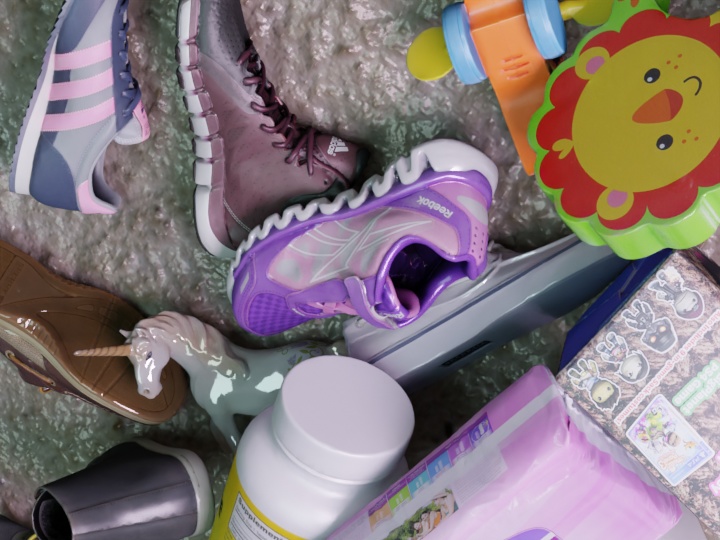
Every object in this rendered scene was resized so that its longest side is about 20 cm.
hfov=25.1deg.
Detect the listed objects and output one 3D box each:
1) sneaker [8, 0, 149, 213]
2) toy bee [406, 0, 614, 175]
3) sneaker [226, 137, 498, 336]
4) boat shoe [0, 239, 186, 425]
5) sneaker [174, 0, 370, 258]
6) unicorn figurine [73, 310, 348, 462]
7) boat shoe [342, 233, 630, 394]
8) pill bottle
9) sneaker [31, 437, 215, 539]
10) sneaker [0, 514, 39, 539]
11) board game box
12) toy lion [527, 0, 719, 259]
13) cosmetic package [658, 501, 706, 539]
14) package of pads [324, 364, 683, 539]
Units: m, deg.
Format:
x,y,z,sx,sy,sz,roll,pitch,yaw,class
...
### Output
x,y,z,sx,sy,sz,roll,pitch,yaw,class
-0.169,-0.129,1.073,0.081,0.070,0.201,21,119,-5,sneaker
0.090,-0.162,0.942,0.129,0.109,0.201,2,132,6,toy bee
0.000,0.000,0.996,0.199,0.080,0.089,-27,53,26,sneaker
-0.215,0.050,1.154,0.199,0.073,0.072,30,147,-2,boat shoe
-0.050,-0.101,1.031,0.114,0.076,0.202,5,120,15,sneaker
-0.076,0.086,1.105,0.198,0.074,0.139,-12,108,5,unicorn figurine
0.073,0.013,1.015,0.199,0.073,0.066,-28,70,16,boat shoe
-0.033,0.155,1.024,0.112,0.113,0.201,28,127,11,pill bottle
-0.185,0.158,1.108,0.200,0.105,0.076,-21,79,61,sneaker
-0.208,0.223,1.208,0.199,0.075,0.085,31,111,-1,sneaker
0.217,0.082,0.921,0.200,0.159,0.097,43,102,2,board game box
0.180,-0.108,0.869,0.190,0.202,0.069,-15,145,29,toy lion
0.117,0.202,1.043,0.198,0.108,0.086,-18,101,27,cosmetic package
0.075,0.155,0.930,0.200,0.076,0.120,-42,125,17,package of pads
